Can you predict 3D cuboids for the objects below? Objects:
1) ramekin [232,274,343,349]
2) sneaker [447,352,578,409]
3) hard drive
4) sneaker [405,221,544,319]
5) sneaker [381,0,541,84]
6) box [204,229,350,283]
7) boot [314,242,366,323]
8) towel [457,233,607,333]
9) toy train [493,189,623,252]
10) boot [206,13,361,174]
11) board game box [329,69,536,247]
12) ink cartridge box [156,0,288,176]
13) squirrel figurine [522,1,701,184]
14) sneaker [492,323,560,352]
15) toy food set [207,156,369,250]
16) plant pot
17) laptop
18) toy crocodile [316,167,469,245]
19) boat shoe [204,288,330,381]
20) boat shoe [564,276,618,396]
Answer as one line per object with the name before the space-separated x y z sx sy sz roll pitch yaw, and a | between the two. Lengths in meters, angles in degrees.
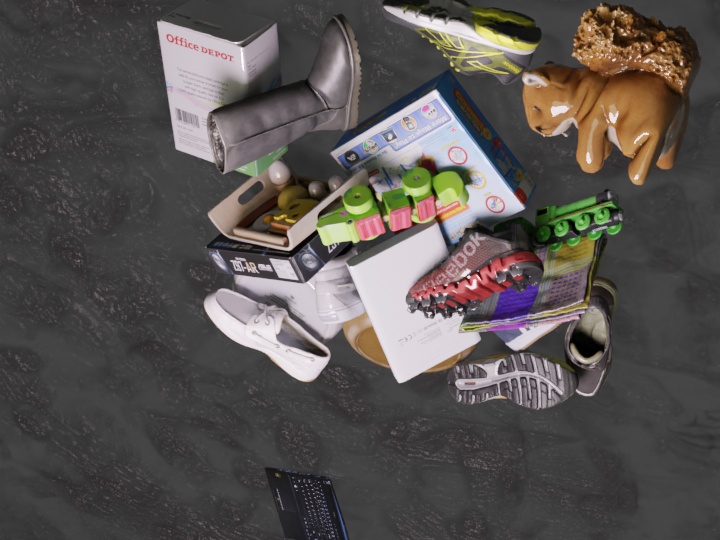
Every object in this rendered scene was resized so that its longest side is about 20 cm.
ramekin | -0.097 0.028 1.884 0.201 0.094 0.204 14 131 17
sneaker | 0.226 0.147 1.815 0.199 0.090 0.079 0 99 37
hard drive | 0.074 0.042 1.724 0.131 0.027 0.201 -27 121 -6
sneaker | 0.143 -0.004 1.657 0.199 0.099 0.071 -23 150 30
sneaker | 0.115 -0.278 1.538 0.198 0.075 0.085 20 133 12
box | -0.094 -0.053 1.735 0.199 0.160 0.044 7 132 49
boot | 0.000 0.000 1.761 0.073 0.200 0.097 -5 102 29
towel | 0.225 0.015 1.670 0.199 0.144 0.023 -10 132 37
toy train | 0.253 -0.058 1.652 0.199 0.057 0.042 -18 144 39
boot | -0.099 -0.223 1.620 0.198 0.073 0.183 -14 129 -16
board game box | 0.095 -0.133 1.679 0.199 0.056 0.196 -26 111 40
ink cartridge box | -0.181 -0.245 1.704 0.144 0.084 0.201 21 134 27
squirrel figurine | 0.285 -0.217 1.481 0.186 0.141 0.202 25 120 22
sneaker | 0.220 0.033 1.726 0.108 0.070 0.200 37 144 -4
toy food set | -0.099 -0.099 1.703 0.199 0.143 0.061 12 136 52
plant pot | 0.070 0.102 1.843 0.198 0.028 0.201 6 151 4
laptop | -0.080 0.450 2.209 0.198 0.104 0.178 6 128 24
toy crocodile | 0.041 -0.077 1.626 0.198 0.062 0.068 -18 138 -3
boat shoe | -0.129 0.079 1.833 0.199 0.071 0.069 33 134 -11
boat shoe | 0.310 0.101 1.745 0.071 0.066 0.202 15 131 16
